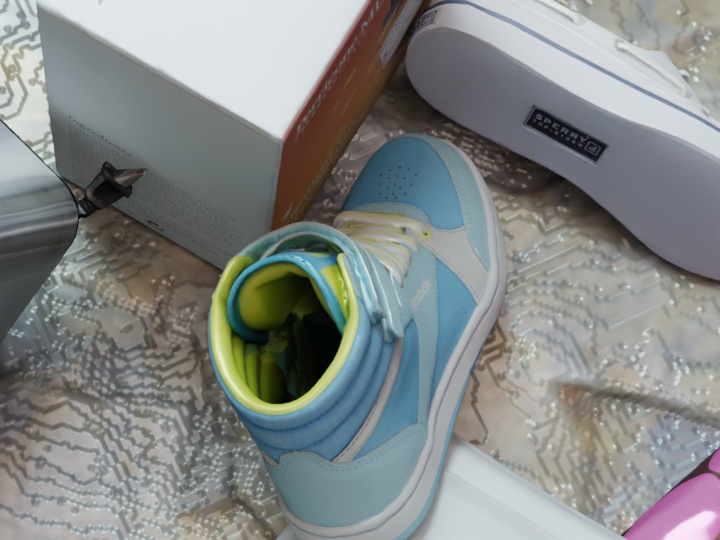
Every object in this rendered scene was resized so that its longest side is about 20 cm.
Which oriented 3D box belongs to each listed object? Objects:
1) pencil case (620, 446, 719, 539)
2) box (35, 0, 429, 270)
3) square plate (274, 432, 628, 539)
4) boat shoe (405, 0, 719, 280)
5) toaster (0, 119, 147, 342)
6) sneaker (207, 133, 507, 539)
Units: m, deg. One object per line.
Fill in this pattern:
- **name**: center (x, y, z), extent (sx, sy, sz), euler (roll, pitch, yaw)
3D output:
- **pencil case**: center (0.174, 0.112, 1.059), extent (0.200, 0.091, 0.094), euler (-39, 89, -12)
- **box**: center (-0.044, -0.104, 1.042), extent (0.106, 0.200, 0.152), euler (30, 74, 4)
- **square plate**: center (0.016, 0.159, 1.010), extent (0.198, 0.028, 0.200), euler (30, 71, 37)
- **boat shoe**: center (0.117, -0.068, 1.112), extent (0.200, 0.074, 0.065), euler (34, 50, -8)
- **toaster**: center (-0.224, -0.013, 1.008), extent (0.181, 0.119, 0.200), euler (39, 103, 6)
- **sneaker**: center (0.000, 0.000, 1.032), extent (0.079, 0.131, 0.200), euler (-4, 53, 21)
